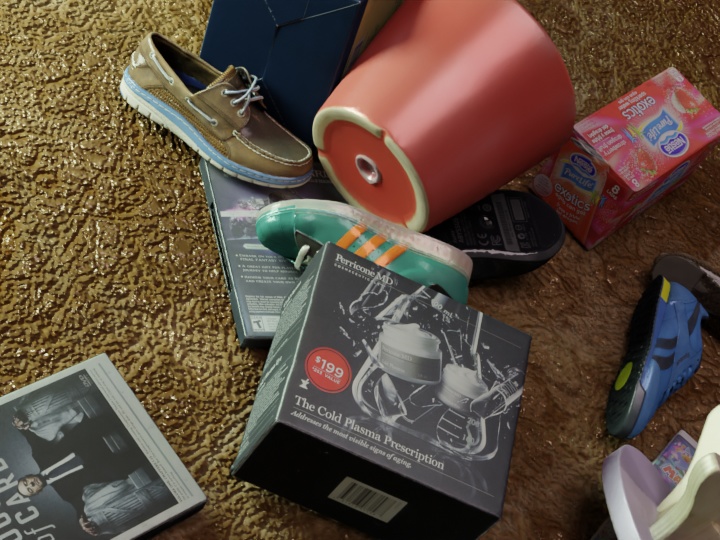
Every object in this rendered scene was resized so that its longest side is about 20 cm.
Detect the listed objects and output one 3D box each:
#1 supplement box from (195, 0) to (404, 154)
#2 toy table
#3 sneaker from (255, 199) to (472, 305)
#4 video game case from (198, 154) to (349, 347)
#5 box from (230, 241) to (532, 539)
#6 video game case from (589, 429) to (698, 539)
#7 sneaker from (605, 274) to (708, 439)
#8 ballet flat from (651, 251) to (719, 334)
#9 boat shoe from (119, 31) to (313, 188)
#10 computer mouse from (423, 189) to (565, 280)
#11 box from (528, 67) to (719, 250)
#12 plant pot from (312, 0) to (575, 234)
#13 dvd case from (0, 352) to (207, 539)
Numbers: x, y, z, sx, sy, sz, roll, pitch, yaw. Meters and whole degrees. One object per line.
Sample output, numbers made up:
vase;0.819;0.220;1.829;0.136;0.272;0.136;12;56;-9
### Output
supplement box;-0.039;-0.252;1.453;0.134;0.201;0.200;30;45;7
toy table;0.288;0.209;1.269;0.183;0.117;0.201;22;39;-51
sneaker;0.000;0.000;1.346;0.198;0.072;0.080;16;58;-6
video game case;-0.060;-0.018;1.390;0.142;0.019;0.201;2;53;-27
box;0.021;0.108;1.260;0.199;0.104;0.183;24;50;-12
video game case;0.291;0.246;1.368;0.143;0.018;0.200;43;47;9
sneaker;0.288;0.090;1.458;0.078;0.066;0.201;33;46;-6
ballet flat;0.377;0.046;1.551;0.199;0.068;0.046;34;16;5
boat shoe;-0.126;-0.146;1.399;0.199;0.073;0.072;29;37;4
computer mouse;0.095;-0.035;1.469;0.198;0.053;0.139;3;51;-13
box;0.279;-0.118;1.594;0.096;0.100;0.199;47;47;13
plant pot;0.065;-0.138;1.396;0.200;0.201;0.177;44;65;10
dvd case;-0.234;0.157;1.153;0.199;0.025;0.151;-24;68;-40
